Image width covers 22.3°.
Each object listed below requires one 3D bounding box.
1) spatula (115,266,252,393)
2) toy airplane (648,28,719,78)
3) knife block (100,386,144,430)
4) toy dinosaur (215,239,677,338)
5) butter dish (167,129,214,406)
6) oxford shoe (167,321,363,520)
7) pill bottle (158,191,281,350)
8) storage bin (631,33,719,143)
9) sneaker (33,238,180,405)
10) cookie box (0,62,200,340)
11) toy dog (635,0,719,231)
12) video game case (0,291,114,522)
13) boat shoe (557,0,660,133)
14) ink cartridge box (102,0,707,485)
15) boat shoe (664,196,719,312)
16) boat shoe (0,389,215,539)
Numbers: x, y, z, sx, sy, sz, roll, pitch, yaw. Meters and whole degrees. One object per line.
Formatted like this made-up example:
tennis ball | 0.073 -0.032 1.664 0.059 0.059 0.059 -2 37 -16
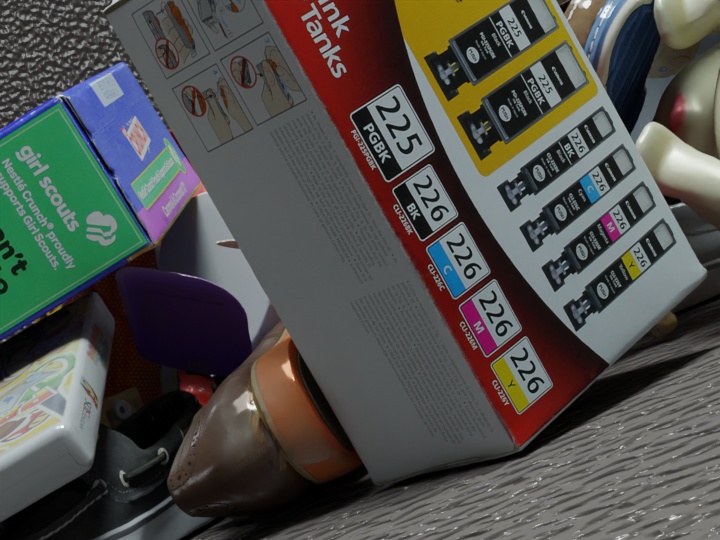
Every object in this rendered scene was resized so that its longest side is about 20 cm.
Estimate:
spatula | -0.063 0.052 0.828 0.056 0.021 0.200 9 -23 13
toy airplane | 0.163 -0.164 0.896 0.141 0.199 0.199 -56 14 23
knife block | -0.208 0.129 0.860 0.200 0.064 0.175 -23 2 -44
toy dinosaur | 0.041 0.000 0.817 0.199 0.058 0.101 9 -29 5
butter dish | -0.088 0.041 1.006 0.199 0.200 0.148 -25 37 24
oxford shoe | -0.035 0.060 0.755 0.073 0.071 0.200 -32 -4 7
pill bottle | 0.000 0.000 0.916 0.200 0.113 0.112 -2 -14 -46
storage bin | 0.198 -0.071 1.057 0.134 0.146 0.200 -6 -14 14
sneaker | -0.131 0.025 0.902 0.077 0.201 0.073 -5 -1 -26
cookie box | -0.178 -0.004 0.797 0.200 0.075 0.171 -32 8 7
toy dog | 0.199 -0.069 0.734 0.193 0.140 0.200 -1 -9 -24
video game case | -0.189 0.087 0.715 0.200 0.023 0.182 -30 15 3
boat shoe | 0.087 -0.084 0.815 0.072 0.072 0.200 -62 -9 -9
ink cartridge box | 0.033 -0.055 0.679 0.084 0.200 0.175 -21 12 48
boat shoe | 0.184 -0.040 0.888 0.199 0.069 0.072 -22 22 8
boat shoe | -0.108 0.089 0.732 0.070 0.066 0.200 -22 0 26
